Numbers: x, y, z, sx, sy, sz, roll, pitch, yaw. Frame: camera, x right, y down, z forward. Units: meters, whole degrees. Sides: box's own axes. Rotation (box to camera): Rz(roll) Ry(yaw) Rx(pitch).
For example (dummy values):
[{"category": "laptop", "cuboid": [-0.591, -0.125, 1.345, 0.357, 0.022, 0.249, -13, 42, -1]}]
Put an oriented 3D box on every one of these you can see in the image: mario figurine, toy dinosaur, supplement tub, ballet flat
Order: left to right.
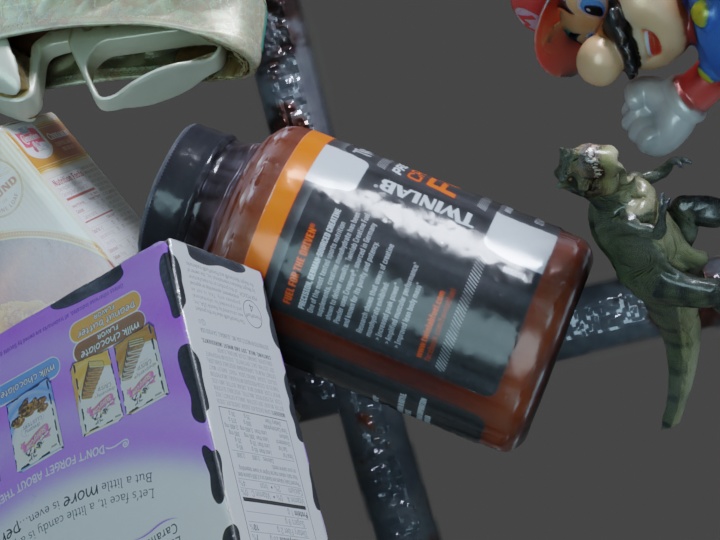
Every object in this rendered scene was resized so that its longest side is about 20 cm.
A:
[{"category": "ballet flat", "cuboid": [-0.141, -0.103, 0.779, 0.197, 0.068, 0.063, -10, 67, 3]}, {"category": "supplement tub", "cuboid": [0.000, 0.000, 0.767, 0.198, 0.107, 0.108, 22, 103, 6]}, {"category": "toy dinosaur", "cuboid": [0.149, -0.003, 0.733, 0.087, 0.048, 0.201, -14, 135, 18]}, {"category": "mario figurine", "cuboid": [0.148, -0.094, 0.705, 0.198, 0.106, 0.125, 18, 115, 32]}]

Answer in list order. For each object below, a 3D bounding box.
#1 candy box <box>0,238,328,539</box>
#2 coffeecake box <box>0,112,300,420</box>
[{"category": "candy box", "cuboid": [-0.101, 0.117, 0.692, 0.167, 0.071, 0.202, -27, 66, 25]}, {"category": "coffeecake box", "cuboid": [-0.154, 0.050, 0.821, 0.153, 0.073, 0.200, -40, 91, 15]}]
